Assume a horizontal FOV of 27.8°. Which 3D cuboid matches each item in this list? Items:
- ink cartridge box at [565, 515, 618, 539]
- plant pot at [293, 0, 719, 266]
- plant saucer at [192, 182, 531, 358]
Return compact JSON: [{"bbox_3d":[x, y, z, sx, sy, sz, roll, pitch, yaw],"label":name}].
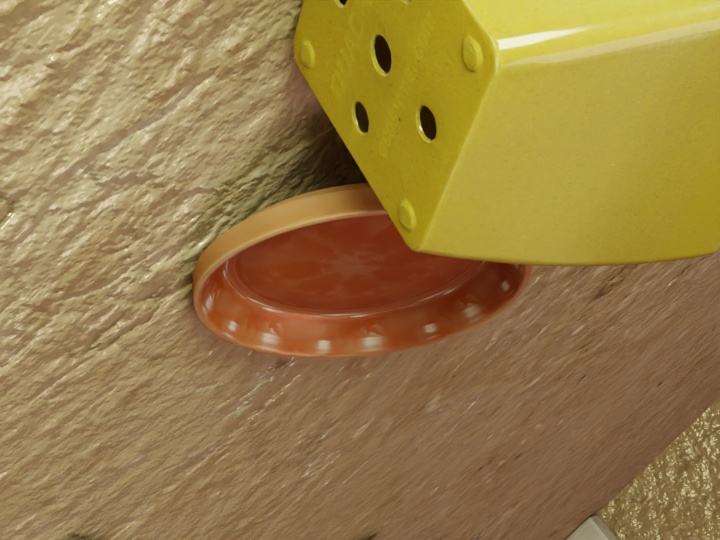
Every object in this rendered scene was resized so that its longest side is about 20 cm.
[{"bbox_3d":[0.462,0.569,2.709,0.109,0.200,0.050,-47,159,15],"label":"ink cartridge box"},{"bbox_3d":[0.083,-0.116,0.677,0.175,0.201,0.201,-17,151,-27],"label":"plant pot"},{"bbox_3d":[0.000,0.000,0.856,0.199,0.033,0.201,-5,154,-3],"label":"plant saucer"}]
